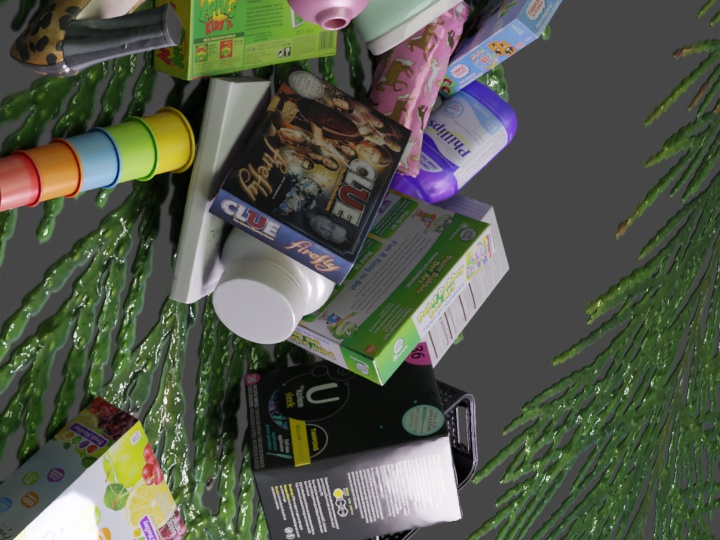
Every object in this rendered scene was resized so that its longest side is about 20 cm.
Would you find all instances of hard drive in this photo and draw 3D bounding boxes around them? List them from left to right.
[{"bbox_3d":[-0.129,-0.079,1.274,0.132,0.027,0.201,-37,141,-76],"label":"hard drive"}]

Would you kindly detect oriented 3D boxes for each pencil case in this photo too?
[{"bbox_3d":[0.053,-0.203,1.455,0.082,0.087,0.201,17,93,-12],"label":"pencil case"}]

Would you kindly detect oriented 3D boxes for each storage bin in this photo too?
[{"bbox_3d":[0.044,0.228,1.647,0.200,0.093,0.136,-35,133,-38],"label":"storage bin"}]

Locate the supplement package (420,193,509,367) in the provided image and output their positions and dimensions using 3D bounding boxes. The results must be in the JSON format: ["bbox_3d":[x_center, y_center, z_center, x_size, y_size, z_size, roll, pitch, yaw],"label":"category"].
[{"bbox_3d":[0.061,0.016,1.545,0.200,0.113,0.110,-51,142,-25],"label":"supplement package"}]

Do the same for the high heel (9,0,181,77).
[{"bbox_3d":[-0.210,-0.244,1.117,0.072,0.142,0.201,64,22,-50],"label":"high heel"}]

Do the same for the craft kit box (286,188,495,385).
[{"bbox_3d":[0.000,0.000,1.383,0.200,0.197,0.049,-47,139,-27],"label":"craft kit box"}]

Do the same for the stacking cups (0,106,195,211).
[{"bbox_3d":[-0.234,-0.090,1.155,0.200,0.060,0.061,-21,123,-41],"label":"stacking cups"}]

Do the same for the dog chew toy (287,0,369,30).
[{"bbox_3d":[-0.036,-0.305,1.199,0.124,0.124,0.201,14,63,-55],"label":"dog chew toy"}]

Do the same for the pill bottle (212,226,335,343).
[{"bbox_3d":[-0.065,-0.027,1.307,0.200,0.110,0.111,-64,151,-45],"label":"pill bottle"}]

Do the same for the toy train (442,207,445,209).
[{"bbox_3d":[0.008,-0.016,1.472,0.199,0.034,0.046,-27,160,-16],"label":"toy train"}]

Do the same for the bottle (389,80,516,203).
[{"bbox_3d":[0.083,-0.121,1.530,0.200,0.083,0.065,-43,159,-14],"label":"bottle"}]

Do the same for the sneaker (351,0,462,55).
[{"bbox_3d":[0.063,-0.317,1.367,0.200,0.074,0.118,-37,104,-13],"label":"sneaker"}]

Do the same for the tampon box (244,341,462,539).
[{"bbox_3d":[-0.009,0.182,1.425,0.199,0.150,0.127,-11,127,-1],"label":"tampon box"}]

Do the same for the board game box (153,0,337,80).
[{"bbox_3d":[-0.100,-0.240,1.258,0.200,0.047,0.102,-20,122,-48],"label":"board game box"}]

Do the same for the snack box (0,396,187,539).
[{"bbox_3d":[-0.266,0.245,1.261,0.200,0.067,0.169,-44,138,-29],"label":"snack box"}]

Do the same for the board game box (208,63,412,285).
[{"bbox_3d":[-0.041,-0.093,1.271,0.035,0.135,0.200,-55,-172,45],"label":"board game box"}]

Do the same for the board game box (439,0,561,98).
[{"bbox_3d":[0.162,-0.278,1.475,0.037,0.200,0.152,38,66,-13],"label":"board game box"}]
